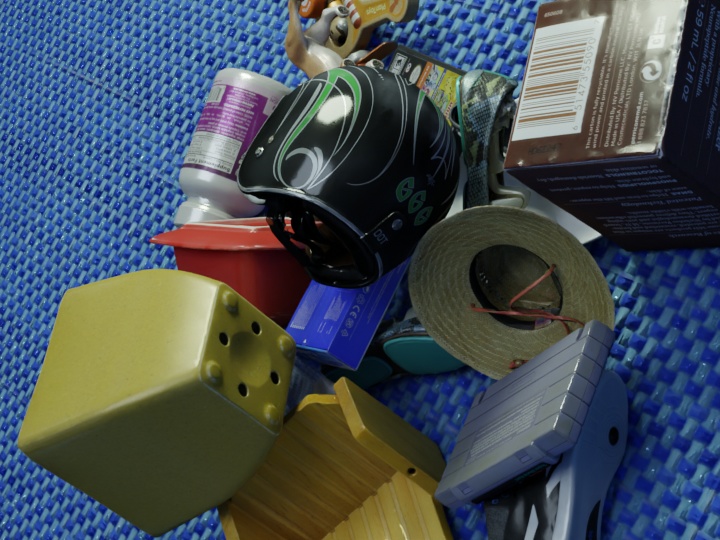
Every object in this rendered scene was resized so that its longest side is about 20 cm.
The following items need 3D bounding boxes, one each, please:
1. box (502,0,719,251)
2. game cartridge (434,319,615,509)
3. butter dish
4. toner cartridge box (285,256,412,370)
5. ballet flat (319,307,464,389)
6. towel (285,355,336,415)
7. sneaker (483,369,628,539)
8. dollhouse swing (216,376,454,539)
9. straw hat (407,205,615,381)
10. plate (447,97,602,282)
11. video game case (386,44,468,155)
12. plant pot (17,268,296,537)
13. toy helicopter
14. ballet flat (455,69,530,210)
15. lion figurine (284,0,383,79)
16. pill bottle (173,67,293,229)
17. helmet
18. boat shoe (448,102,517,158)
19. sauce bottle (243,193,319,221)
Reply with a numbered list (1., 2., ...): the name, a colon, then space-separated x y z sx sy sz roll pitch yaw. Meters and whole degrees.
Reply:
1. box: 0.258 -0.128 1.274 0.164 0.200 0.166 -3 68 46
2. game cartridge: 0.144 0.134 1.309 0.200 0.038 0.130 -41 22 53
3. butter dish: -0.106 0.019 1.627 0.200 0.199 0.148 6 98 48
4. toner cartridge box: 0.000 0.000 1.497 0.095 0.043 0.200 6 66 58
5. ballet flat: 0.039 0.072 1.496 0.200 0.074 0.074 -16 59 37
6. towel: -0.089 0.149 1.542 0.200 0.024 0.147 33 123 28
7. sneaker: 0.164 0.181 1.308 0.112 0.073 0.200 2 72 46
8. dollhouse swing: -0.022 0.255 1.405 0.200 0.182 0.176 -43 23 22
9. straw hat: 0.149 0.006 1.375 0.201 0.201 0.085 -29 19 34
10. plate: 0.166 -0.084 1.478 0.200 0.032 0.200 -26 52 36
11. video game case: 0.050 -0.134 1.600 0.181 0.025 0.200 36 104 58
12. plant pot: -0.176 0.112 1.434 0.200 0.194 0.196 -23 42 33
13. toy helicopter: 0.004 -0.287 1.718 0.200 0.079 0.133 -6 88 57
14. ballet flat: 0.129 -0.091 1.403 0.074 0.074 0.200 19 121 50
15. lion figurine: -0.042 -0.232 1.707 0.200 0.072 0.123 65 146 24
16. pill bottle: -0.154 -0.133 1.783 0.112 0.112 0.200 10 78 49
17. helmet: -0.002 -0.099 1.389 0.200 0.200 0.191 2 51 47
18. boat shoe: 0.161 -0.124 1.431 0.200 0.063 0.073 25 86 49
19. sauce bottle: -0.055 -0.082 1.523 0.065 0.200 0.065 0 91 27
